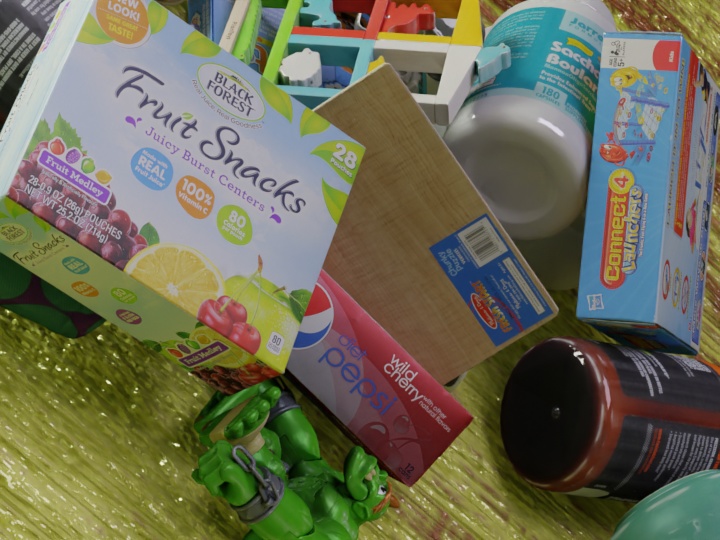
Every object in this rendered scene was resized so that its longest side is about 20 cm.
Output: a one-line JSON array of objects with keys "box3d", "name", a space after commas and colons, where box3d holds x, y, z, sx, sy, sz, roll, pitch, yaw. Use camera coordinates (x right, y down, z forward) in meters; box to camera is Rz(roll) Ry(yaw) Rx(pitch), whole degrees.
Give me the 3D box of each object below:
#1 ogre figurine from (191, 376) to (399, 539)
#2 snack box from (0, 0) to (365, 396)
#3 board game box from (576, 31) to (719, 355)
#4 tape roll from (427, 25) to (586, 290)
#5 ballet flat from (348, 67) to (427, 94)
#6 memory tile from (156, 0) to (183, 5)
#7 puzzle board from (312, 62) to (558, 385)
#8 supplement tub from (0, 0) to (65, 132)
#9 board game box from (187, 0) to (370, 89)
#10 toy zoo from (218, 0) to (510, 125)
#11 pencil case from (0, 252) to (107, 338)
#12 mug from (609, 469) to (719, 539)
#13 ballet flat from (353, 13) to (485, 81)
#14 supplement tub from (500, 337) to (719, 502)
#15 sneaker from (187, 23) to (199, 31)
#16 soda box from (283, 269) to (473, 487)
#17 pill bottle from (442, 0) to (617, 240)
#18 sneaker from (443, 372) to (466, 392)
[{"box3d": [-0.046, 0.126, 1.537, 0.098, 0.200, 0.120, -40, 101, -10], "name": "ogre figurine"}, {"box3d": [-0.112, -0.050, 1.500, 0.200, 0.068, 0.169, 35, 57, -23], "name": "snack box"}, {"box3d": [0.206, -0.050, 1.797, 0.196, 0.056, 0.201, 27, 68, -72], "name": "board game box"}, {"box3d": [0.130, -0.087, 1.934, 0.202, 0.071, 0.203, 26, 42, -26], "name": "tape roll"}, {"box3d": [0.023, -0.066, 1.792, 0.072, 0.072, 0.201, -3, 86, -47], "name": "ballet flat"}, {"box3d": [-0.159, -0.251, 1.802, 0.153, 0.017, 0.200, 46, 44, 12], "name": "memory tile"}, {"box3d": [0.013, -0.015, 1.652, 0.200, 0.150, 0.017, 54, 15, -13], "name": "puzzle board"}, {"box3d": [-0.169, -0.103, 1.600, 0.200, 0.107, 0.107, 42, 36, 4], "name": "supplement tub"}, {"box3d": [-0.056, -0.177, 1.857, 0.151, 0.037, 0.200, 24, 41, -28], "name": "board game box"}, {"box3d": [0.004, -0.150, 1.743, 0.199, 0.021, 0.131, 4, 42, 10], "name": "toy zoo"}, {"box3d": [-0.229, -0.034, 1.509, 0.200, 0.085, 0.093, 29, 23, -24], "name": "pencil case"}, {"box3d": [0.229, 0.211, 1.712, 0.152, 0.185, 0.115, -17, 64, -25], "name": "mug"}, {"box3d": [-0.001, -0.209, 1.856, 0.200, 0.067, 0.064, 35, 66, -1], "name": "ballet flat"}, {"box3d": [0.201, 0.110, 1.779, 0.200, 0.107, 0.107, 11, 49, -39], "name": "supplement tub"}, {"box3d": [-0.187, -0.199, 1.693, 0.081, 0.074, 0.200, -39, 93, -14], "name": "sneaker"}, {"box3d": [-0.023, 0.046, 1.623, 0.200, 0.063, 0.070, 44, -7, -10], "name": "soda box"}, {"box3d": [0.128, -0.120, 1.810, 0.111, 0.111, 0.200, 38, 40, -13], "name": "pill bottle"}, {"box3d": [0.000, 0.000, 1.717, 0.200, 0.080, 0.084, 56, 17, -23], "name": "sneaker"}]
